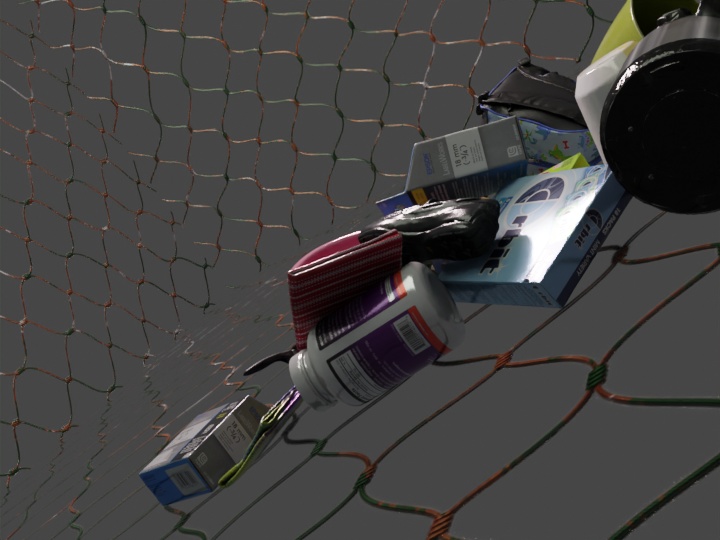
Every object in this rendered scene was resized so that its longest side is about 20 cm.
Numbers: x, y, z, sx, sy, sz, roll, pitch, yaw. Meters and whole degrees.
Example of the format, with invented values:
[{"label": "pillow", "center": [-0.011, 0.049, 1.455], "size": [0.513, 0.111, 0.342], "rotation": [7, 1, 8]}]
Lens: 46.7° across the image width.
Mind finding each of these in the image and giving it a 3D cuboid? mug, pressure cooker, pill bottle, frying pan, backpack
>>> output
[{"label": "mug", "center": [0.377, -0.226, 1.107], "size": [0.186, 0.154, 0.149], "rotation": [-37, 8, -13]}, {"label": "pressure cooker", "center": [0.342, -0.171, 0.851], "size": [0.175, 0.179, 0.200], "rotation": [-34, 9, 34]}, {"label": "pill bottle", "center": [0.016, 0.084, 0.981], "size": [0.199, 0.113, 0.113], "rotation": [-33, 9, 16]}, {"label": "frying pan", "center": [-0.070, 0.096, 1.114], "size": [0.115, 0.031, 0.190], "rotation": [-42, -8, 19]}, {"label": "backpack", "center": [0.312, -0.233, 1.364], "size": [0.199, 0.148, 0.183], "rotation": [22, 48, 30]}]

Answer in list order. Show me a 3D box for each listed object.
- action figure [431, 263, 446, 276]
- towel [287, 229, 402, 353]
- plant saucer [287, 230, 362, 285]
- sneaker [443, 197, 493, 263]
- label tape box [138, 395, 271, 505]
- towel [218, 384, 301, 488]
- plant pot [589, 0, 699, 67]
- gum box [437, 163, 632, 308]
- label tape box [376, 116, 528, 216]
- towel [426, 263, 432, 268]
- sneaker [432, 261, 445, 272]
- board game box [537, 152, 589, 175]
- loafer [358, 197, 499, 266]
[{"label": "action figure", "center": [0.189, -0.041, 1.206], "size": [0.199, 0.055, 0.118], "rotation": [-35, 4, -24]}, {"label": "towel", "center": [-0.017, 0.033, 1.013], "size": [0.144, 0.023, 0.201], "rotation": [-22, -30, -13]}, {"label": "plant saucer", "center": [0.000, 0.000, 1.151], "size": [0.199, 0.051, 0.201], "rotation": [-17, 21, 7]}, {"label": "sneaker", "center": [0.148, -0.067, 1.316], "size": [0.090, 0.076, 0.200], "rotation": [15, 26, 24]}, {"label": "label tape box", "center": [-0.201, 0.236, 1.190], "size": [0.144, 0.063, 0.200], "rotation": [-27, 12, 44]}, {"label": "towel", "center": [-0.102, 0.184, 1.072], "size": [0.144, 0.023, 0.200], "rotation": [-55, -5, 38]}, {"label": "plant pot", "center": [0.457, -0.330, 1.370], "size": [0.187, 0.187, 0.200], "rotation": [-41, -4, -35]}, {"label": "gum box", "center": [0.196, -0.039, 0.956], "size": [0.170, 0.045, 0.200], "rotation": [-53, 22, -17]}, {"label": "label tape box", "center": [0.119, -0.131, 1.116], "size": [0.198, 0.064, 0.144], "rotation": [-15, -10, 8]}, {"label": "towel", "center": [0.023, 0.070, 1.179], "size": [0.192, 0.035, 0.201], "rotation": [-28, 30, 36]}, {"label": "sneaker", "center": [0.040, 0.025, 1.329], "size": [0.199, 0.081, 0.115], "rotation": [-26, 10, 42]}, {"label": "board game box", "center": [0.240, -0.073, 1.115], "size": [0.101, 0.048, 0.200], "rotation": [-28, 16, 43]}, {"label": "loafer", "center": [0.082, -0.049, 1.004], "size": [0.200, 0.068, 0.071], "rotation": [-5, 44, 45]}]
